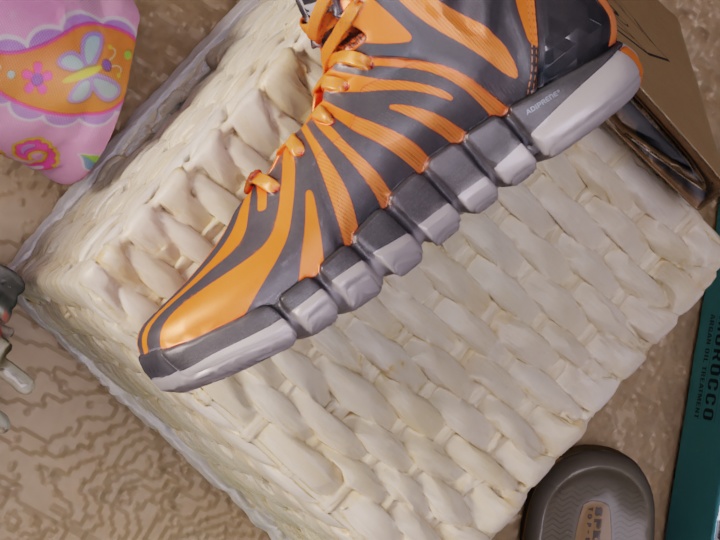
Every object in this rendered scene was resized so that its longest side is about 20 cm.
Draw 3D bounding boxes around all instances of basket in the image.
[{"bbox_3d":[0.000,0.000,0.761,0.200,0.161,0.198,44,79,-15],"label":"basket"}]

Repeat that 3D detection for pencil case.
[{"bbox_3d":[-0.183,-0.095,0.711,0.200,0.087,0.088,15,88,-30],"label":"pencil case"}]

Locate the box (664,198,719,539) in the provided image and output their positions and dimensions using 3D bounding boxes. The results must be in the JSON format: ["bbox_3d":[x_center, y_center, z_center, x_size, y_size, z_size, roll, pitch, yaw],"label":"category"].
[{"bbox_3d":[0.199,0.042,0.877,0.082,0.049,0.201,10,89,-16],"label":"box"}]

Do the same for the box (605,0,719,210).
[{"bbox_3d":[0.078,-0.119,0.767,0.163,0.200,0.021,43,109,-14],"label":"box"}]

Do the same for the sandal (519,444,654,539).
[{"bbox_3d":[0.108,0.179,0.851,0.082,0.055,0.201,4,90,-16],"label":"sandal"}]

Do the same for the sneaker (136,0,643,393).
[{"bbox_3d":[-0.012,-0.052,0.637,0.200,0.078,0.112,-38,96,-15],"label":"sneaker"}]

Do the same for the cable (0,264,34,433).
[{"bbox_3d":[-0.209,-0.006,0.733,0.200,0.097,0.050,32,62,-16],"label":"cable"}]
